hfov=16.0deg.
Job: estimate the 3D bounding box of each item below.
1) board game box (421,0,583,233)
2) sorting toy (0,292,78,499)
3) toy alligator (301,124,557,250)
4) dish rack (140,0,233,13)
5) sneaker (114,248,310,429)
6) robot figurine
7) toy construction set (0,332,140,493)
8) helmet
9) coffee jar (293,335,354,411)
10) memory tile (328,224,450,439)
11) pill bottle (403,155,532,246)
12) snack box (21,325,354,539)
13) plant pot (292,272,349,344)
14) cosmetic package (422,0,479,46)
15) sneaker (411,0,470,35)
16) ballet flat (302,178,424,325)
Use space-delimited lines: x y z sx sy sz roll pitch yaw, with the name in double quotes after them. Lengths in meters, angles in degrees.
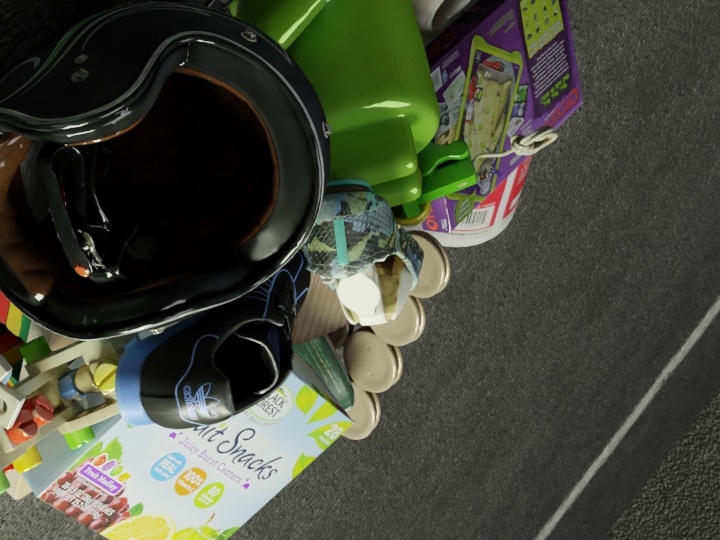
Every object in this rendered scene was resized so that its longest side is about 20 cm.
0.092 -0.125 1.785 0.200 0.032 0.121 -43 127 -46 "board game box"
-0.171 0.025 1.724 0.200 0.070 0.199 -35 154 -40 "sorting toy"
0.030 -0.065 1.688 0.199 0.054 0.059 -28 161 0 "toy alligator"
-0.065 -0.244 1.522 0.200 0.054 0.153 -51 162 -6 "dish rack"
-0.066 0.039 1.544 0.200 0.078 0.070 -47 130 -51 "sneaker"
-0.018 -0.136 1.627 0.115 0.201 0.176 -15 160 2 "robot figurine"
-0.196 0.080 1.524 0.131 0.093 0.200 -23 172 27 "toy construction set"
-0.120 -0.064 1.493 0.190 0.200 0.200 -32 153 -36 "helmet"
-0.111 0.104 1.890 0.200 0.105 0.085 -31 -165 -12 "coffee jar"
-0.017 0.017 1.926 0.017 0.153 0.200 -28 151 -47 "memory tile"
0.084 -0.121 1.971 0.112 0.112 0.200 -37 156 -34 "pill bottle"
-0.119 0.104 1.699 0.169 0.068 0.200 -42 148 3 "snack box"
-0.027 -0.027 1.796 0.201 0.092 0.202 -163 -90 -89 "plant pot"
0.070 -0.163 1.820 0.083 0.050 0.201 55 50 -44 "cosmetic package"
0.060 -0.248 1.711 0.075 0.105 0.201 -21 143 -51 "sneaker"
0.000 0.000 1.607 0.074 0.074 0.200 -51 162 -2 "ballet flat"
